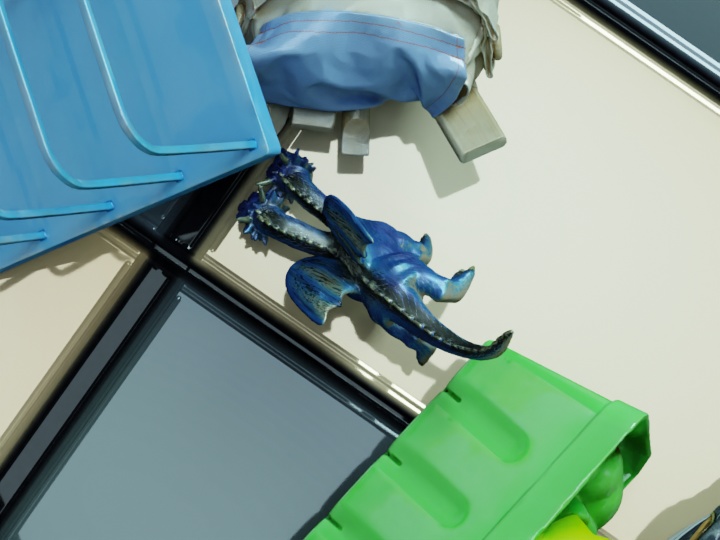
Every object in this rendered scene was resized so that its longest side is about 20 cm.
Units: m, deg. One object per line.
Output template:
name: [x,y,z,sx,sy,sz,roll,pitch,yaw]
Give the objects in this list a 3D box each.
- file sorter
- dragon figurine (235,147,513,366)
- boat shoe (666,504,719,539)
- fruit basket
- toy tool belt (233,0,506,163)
file sorter: [-0.170,-0.087,1.017,0.200,0.123,0.139,-21,85,27]
dragon figurine: [0.000,0.000,1.051,0.099,0.200,0.059,22,105,-28]
boat shoe: [0.244,0.125,1.072,0.200,0.091,0.071,-35,87,-5]
fruit basket: [0.088,0.161,1.028,0.215,0.156,0.216,-2,74,8]
toy tool belt: [-0.023,-0.118,1.069,0.200,0.125,0.123,2,75,-3]
